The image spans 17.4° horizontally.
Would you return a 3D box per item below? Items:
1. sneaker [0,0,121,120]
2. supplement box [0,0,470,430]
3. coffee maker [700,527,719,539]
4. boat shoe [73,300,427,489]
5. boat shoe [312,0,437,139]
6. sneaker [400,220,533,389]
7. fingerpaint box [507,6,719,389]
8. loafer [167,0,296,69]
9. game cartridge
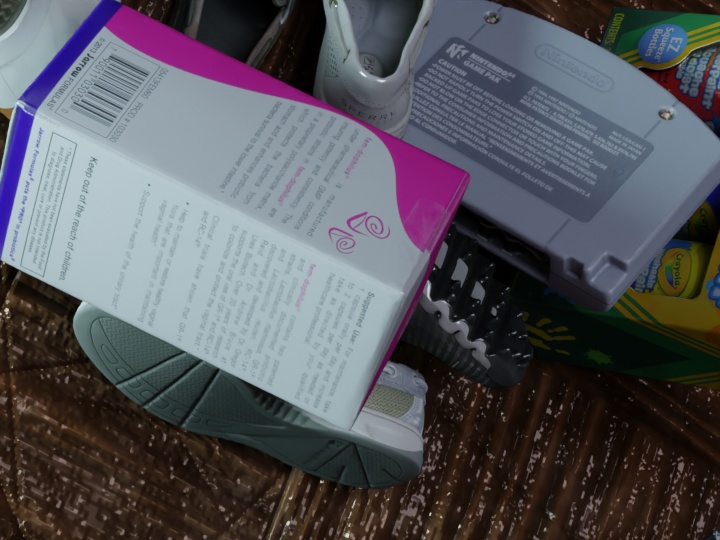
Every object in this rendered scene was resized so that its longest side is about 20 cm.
[{"bbox_3d":[-0.150,-0.159,1.195,0.085,0.072,0.201,61,42,-46],"label":"sneaker"},{"bbox_3d":[-0.063,-0.028,1.118,0.199,0.104,0.101,26,43,6],"label":"supplement box"},{"bbox_3d":[0.143,0.264,1.244,0.199,0.135,0.193,-12,62,-33],"label":"coffee maker"},{"bbox_3d":[-0.053,0.048,1.194,0.201,0.074,0.065,24,56,-21],"label":"boat shoe"},{"bbox_3d":[0.013,-0.162,1.255,0.070,0.069,0.201,7,57,-12],"label":"boat shoe"},{"bbox_3d":[0.000,0.000,1.225,0.200,0.090,0.067,41,36,-9],"label":"sneaker"},{"bbox_3d":[0.192,-0.042,1.297,0.073,0.166,0.201,54,52,-51],"label":"fingerpaint box"},{"bbox_3d":[-0.064,-0.139,1.231,0.072,0.063,0.201,31,65,-21],"label":"loafer"},{"bbox_3d":[0.090,-0.071,1.259,0.199,0.041,0.133,32,64,24],"label":"game cartridge"}]
